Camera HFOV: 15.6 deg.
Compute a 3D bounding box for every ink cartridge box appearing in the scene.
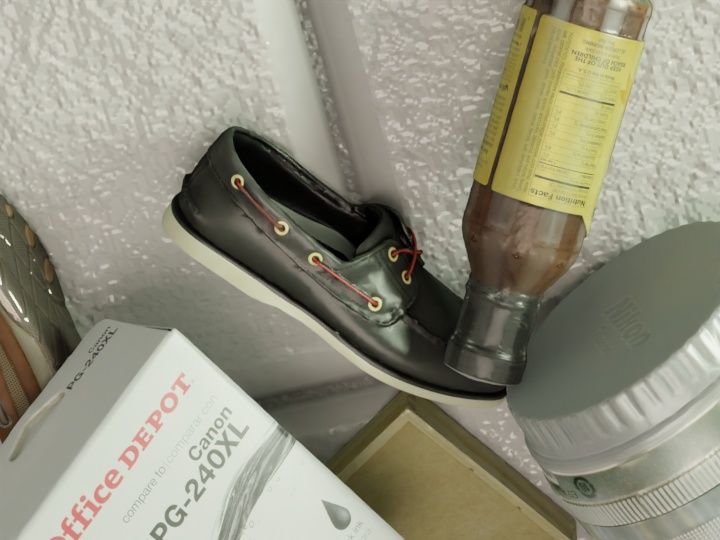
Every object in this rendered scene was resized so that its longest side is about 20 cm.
[{"bbox_3d":[-0.085,0.141,1.311,0.200,0.083,0.146,44,71,-24],"label":"ink cartridge box"}]

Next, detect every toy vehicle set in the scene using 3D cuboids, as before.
[{"bbox_3d":[0.005,0.169,1.429,0.124,0.027,0.200,40,110,-16],"label":"toy vehicle set"}]

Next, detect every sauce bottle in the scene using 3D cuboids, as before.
[{"bbox_3d":[0.086,-0.045,1.283,0.064,0.065,0.201,16,101,-6],"label":"sauce bottle"}]

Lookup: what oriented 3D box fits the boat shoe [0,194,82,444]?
[{"bbox_3d":[-0.183,0.043,1.351,0.071,0.076,0.201,-21,111,13],"label":"boat shoe"}]

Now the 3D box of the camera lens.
[{"bbox_3d":[0.187,0.097,1.315,0.160,0.160,0.200,-34,110,16],"label":"camera lens"}]

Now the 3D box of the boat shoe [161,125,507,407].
[{"bbox_3d":[0.000,0.001,1.324,0.201,0.074,0.063,32,115,-11],"label":"boat shoe"}]
